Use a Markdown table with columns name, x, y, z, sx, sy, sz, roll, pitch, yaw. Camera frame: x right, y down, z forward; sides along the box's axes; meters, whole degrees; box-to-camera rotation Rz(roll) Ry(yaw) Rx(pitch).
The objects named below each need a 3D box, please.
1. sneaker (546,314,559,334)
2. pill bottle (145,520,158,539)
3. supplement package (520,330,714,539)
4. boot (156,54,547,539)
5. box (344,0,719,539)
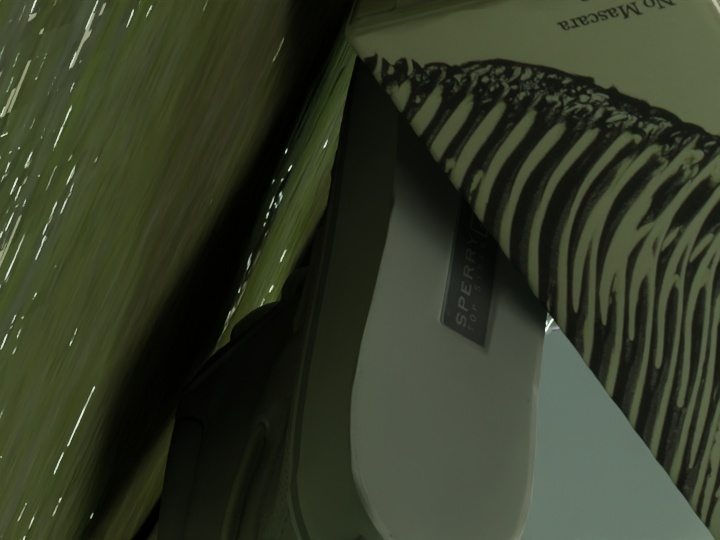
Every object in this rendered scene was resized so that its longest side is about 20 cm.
| name | x | y | z | sx | sy | sz | roll | pitch | yaw |
| --- | --- | --- | --- | --- | --- | --- | --- | --- | --- |
| sneaker | 0.071 | -0.003 | 0.790 | 0.200 | 0.140 | 0.078 | -57 | 172 | -53 |
| pill bottle | 0.020 | 0.145 | 0.692 | 0.112 | 0.200 | 0.112 | -62 | 174 | -11 |
| supplement package | 0.055 | 0.082 | 0.959 | 0.200 | 0.155 | 0.111 | -66 | 174 | 26 |
| boot | 0.000 | 0.000 | 0.608 | 0.095 | 0.073 | 0.200 | -29 | -146 | 45 |
| box | 0.084 | -0.015 | 0.567 | 0.200 | 0.082 | 0.069 | 51 | 41 | -35 |
